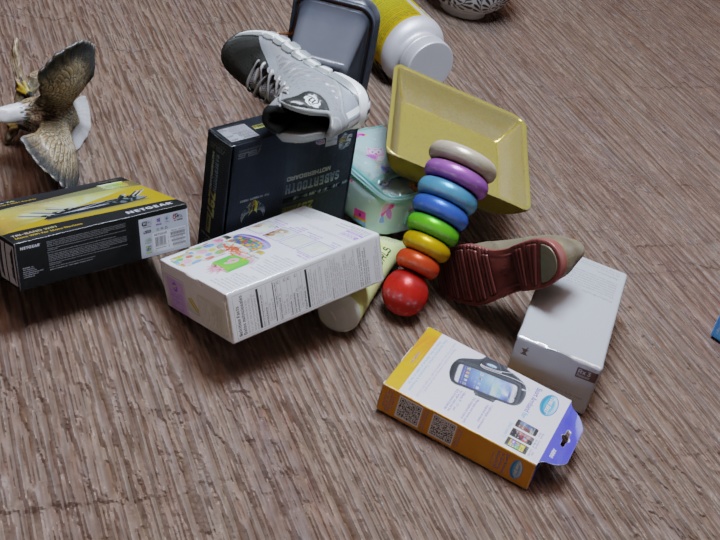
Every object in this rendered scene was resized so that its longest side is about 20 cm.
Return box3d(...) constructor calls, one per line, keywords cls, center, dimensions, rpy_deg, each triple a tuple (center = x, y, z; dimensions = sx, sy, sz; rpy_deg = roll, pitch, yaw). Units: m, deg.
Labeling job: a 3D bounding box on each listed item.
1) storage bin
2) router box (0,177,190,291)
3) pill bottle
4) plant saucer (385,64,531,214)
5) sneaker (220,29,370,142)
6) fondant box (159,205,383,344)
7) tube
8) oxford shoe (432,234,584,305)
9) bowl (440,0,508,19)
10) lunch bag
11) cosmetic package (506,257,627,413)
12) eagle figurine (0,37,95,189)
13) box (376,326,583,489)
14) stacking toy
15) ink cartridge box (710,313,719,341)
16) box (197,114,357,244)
box3d(cls="storage bin", center=(-0.064, -0.263, 1.496), dimensions=(0.143, 0.202, 0.135), rpy_deg=(14, 44, 1))
box3d(cls="router box", center=(-0.306, -0.045, 1.182), dimensions=(0.198, 0.053, 0.156), rpy_deg=(-17, 25, -37))
box3d(cls="pill bottle", center=(0.062, -0.370, 1.744), dimensions=(0.111, 0.114, 0.201), rpy_deg=(-8, 41, -29))
box3d(cls="plant saucer", center=(0.118, -0.157, 1.402), dimensions=(0.197, 0.049, 0.202), rpy_deg=(21, 40, -12))
box3d(cls="sneaker", center=(-0.095, -0.202, 1.225), dimensions=(0.198, 0.076, 0.115), rpy_deg=(26, 38, 18))
box3d(cls="fondant box", center=(-0.095, -0.001, 1.183), dimensions=(0.198, 0.059, 0.143), rpy_deg=(-21, 27, -32))
box3d(cls="tube", center=(0.000, 0.000, 1.281), dimensions=(0.058, 0.052, 0.200), rpy_deg=(53, 28, -12))
box3d(cls="oxford shoe", center=(0.168, -0.003, 1.269), dimensions=(0.198, 0.072, 0.074), rpy_deg=(-4, 8, 45))
box3d(cls="bowl", center=(0.199, -0.522, 2.015), dimensions=(0.197, 0.095, 0.202), rpy_deg=(9, 36, -7))
box3d(cls="lunch bag", center=(0.054, -0.122, 1.432), dimensions=(0.198, 0.078, 0.160), rpy_deg=(-17, 45, -40))
box3d(cls="cosmetic package", center=(0.236, 0.063, 1.257), dimensions=(0.100, 0.075, 0.201), rpy_deg=(21, 38, 10))
box3d(cls="eagle figurine", center=(-0.369, -0.186, 1.304), dimensions=(0.151, 0.153, 0.198), rpy_deg=(-44, 34, -25))
box3d(cls="box", center=(0.129, 0.144, 1.138), dimensions=(0.198, 0.042, 0.119), rpy_deg=(29, 38, 14))
box3d(cls="stacking toy", center=(0.082, -0.043, 1.260), dimensions=(0.084, 0.203, 0.085), rpy_deg=(24, -7, 3))
box3d(cls="ink cartridge box", center=(0.544, 0.089, 1.334), dimensions=(0.199, 0.068, 0.115), rpy_deg=(37, 41, 29))
box3d(cls="box", center=(-0.095, -0.106, 1.291), dimensions=(0.198, 0.160, 0.051), rpy_deg=(-20, 44, -40))
